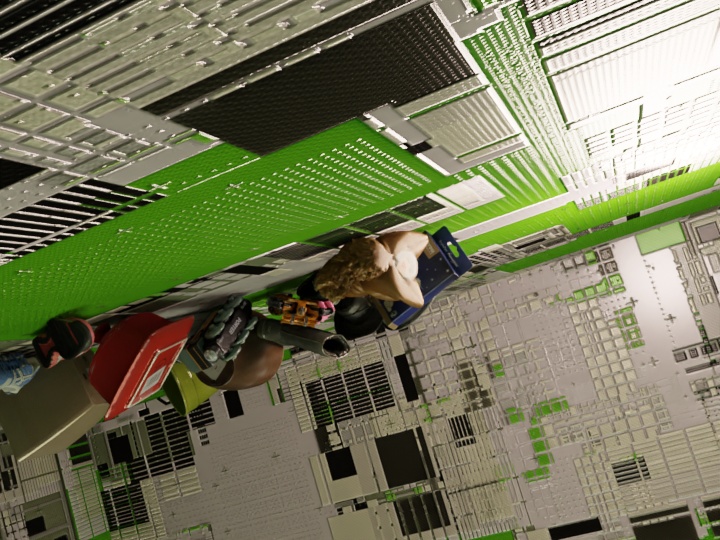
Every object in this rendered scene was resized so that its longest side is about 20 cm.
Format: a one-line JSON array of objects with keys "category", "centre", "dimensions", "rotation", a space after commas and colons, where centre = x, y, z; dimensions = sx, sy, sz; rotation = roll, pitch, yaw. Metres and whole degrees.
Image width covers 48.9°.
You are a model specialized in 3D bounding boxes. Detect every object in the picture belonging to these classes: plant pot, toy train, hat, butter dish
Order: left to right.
[{"category": "plant pot", "centre": [-0.644, 0.264, 1.684], "dimensions": [0.177, 0.200, 0.200], "rotation": [-29, 172, 0]}, {"category": "butter dish", "centre": [-0.435, 0.151, 1.482], "dimensions": [0.200, 0.148, 0.200], "rotation": [-60, 173, 13]}, {"category": "plant pot", "centre": [-0.418, 0.246, 2.068], "dimensions": [0.193, 0.201, 0.200], "rotation": [-27, 178, -27]}, {"category": "toy train", "centre": [-0.288, 0.126, 1.613], "dimensions": [0.114, 0.085, 0.200], "rotation": [-23, -158, 25]}, {"category": "plant pot", "centre": [-0.290, 0.191, 1.762], "dimensions": [0.187, 0.187, 0.200], "rotation": [-19, -179, 13]}, {"category": "hat", "centre": [-0.008, 0.049, 1.716], "dimensions": [0.200, 0.201, 0.081], "rotation": [-23, 132, 38]}]

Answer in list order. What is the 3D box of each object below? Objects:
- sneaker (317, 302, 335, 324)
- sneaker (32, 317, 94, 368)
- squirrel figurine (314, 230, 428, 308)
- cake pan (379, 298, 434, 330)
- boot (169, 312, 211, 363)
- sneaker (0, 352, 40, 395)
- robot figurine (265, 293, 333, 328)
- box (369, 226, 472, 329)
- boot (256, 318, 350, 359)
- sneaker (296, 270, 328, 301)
[{"category": "sneaker", "centre": [-0.055, 0.067, 2.000], "dimensions": [0.200, 0.079, 0.095], "rotation": [-19, -166, 21]}, {"category": "sneaker", "centre": [-0.495, 0.110, 1.369], "dimensions": [0.087, 0.074, 0.200], "rotation": [-28, -174, -42]}, {"category": "squirrel figurine", "centre": [0.000, 0.000, 1.470], "dimensions": [0.200, 0.142, 0.187], "rotation": [11, 165, -44]}, {"category": "cake pan", "centre": [0.099, 0.035, 1.710], "dimensions": [0.037, 0.200, 0.200], "rotation": [34, 144, -25]}, {"category": "boot", "centre": [-0.396, 0.153, 1.708], "dimensions": [0.200, 0.096, 0.074], "rotation": [-12, 171, -31]}, {"category": "sneaker", "centre": [-0.672, 0.184, 1.498], "dimensions": [0.077, 0.076, 0.200], "rotation": [-38, 176, -9]}, {"category": "robot figurine", "centre": [-0.137, 0.086, 1.719], "dimensions": [0.145, 0.058, 0.200], "rotation": [9, -179, -10]}, {"category": "box", "centre": [0.108, 0.008, 1.536], "dimensions": [0.200, 0.121, 0.032], "rotation": [-39, 143, 12]}, {"category": "boot", "centre": [-0.106, 0.147, 1.747], "dimensions": [0.200, 0.073, 0.182], "rotation": [3, 180, 32]}, {"category": "sneaker", "centre": [-0.048, 0.026, 1.642], "dimensions": [0.200, 0.075, 0.079], "rotation": [-23, 168, 38]}]
